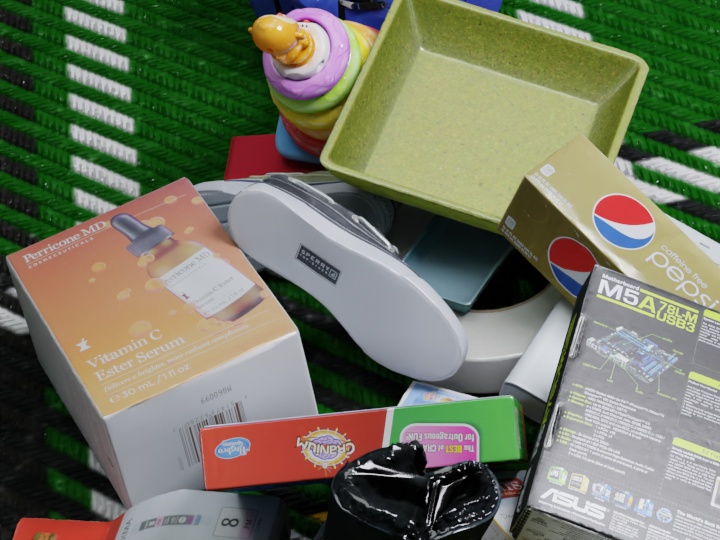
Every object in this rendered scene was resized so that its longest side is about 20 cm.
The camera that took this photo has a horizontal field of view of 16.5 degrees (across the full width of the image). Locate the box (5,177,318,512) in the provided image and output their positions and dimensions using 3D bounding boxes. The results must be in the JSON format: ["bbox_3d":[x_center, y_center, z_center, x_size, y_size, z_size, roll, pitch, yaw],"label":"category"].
[{"bbox_3d":[-0.142,0.053,1.771,0.151,0.107,0.200,-25,44,-14],"label":"box"}]

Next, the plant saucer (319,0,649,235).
[{"bbox_3d":[0.091,-0.102,1.825,0.198,0.048,0.201,18,51,8],"label":"plant saucer"}]

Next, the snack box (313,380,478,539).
[{"bbox_3d":[0.025,0.157,1.680,0.071,0.024,0.200,14,48,25],"label":"snack box"}]

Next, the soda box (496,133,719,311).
[{"bbox_3d":[0.189,0.007,1.686,0.200,0.068,0.064,45,56,14],"label":"soda box"}]

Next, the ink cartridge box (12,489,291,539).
[{"bbox_3d":[-0.159,0.216,1.644,0.198,0.057,0.163,5,45,12],"label":"ink cartridge box"}]

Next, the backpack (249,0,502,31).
[{"bbox_3d":[-0.002,-0.246,2.021,0.199,0.163,0.168,8,49,20],"label":"backpack"}]

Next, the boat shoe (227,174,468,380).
[{"bbox_3d":[0.000,0.000,1.754,0.199,0.072,0.068,34,33,13],"label":"boat shoe"}]

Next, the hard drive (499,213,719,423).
[{"bbox_3d":[0.199,0.048,1.727,0.131,0.027,0.200,30,54,10],"label":"hard drive"}]

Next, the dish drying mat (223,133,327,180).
[{"bbox_3d":[-0.008,-0.083,1.953,0.198,0.018,0.077,-3,44,11],"label":"dish drying mat"}]

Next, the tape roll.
[{"bbox_3d":[0.097,0.006,1.819,0.201,0.037,0.204,-7,43,6],"label":"tape roll"}]

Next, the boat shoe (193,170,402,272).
[{"bbox_3d":[-0.057,-0.040,1.877,0.199,0.073,0.062,-1,20,28],"label":"boat shoe"}]

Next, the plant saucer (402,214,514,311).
[{"bbox_3d":[0.097,-0.042,1.830,0.070,0.019,0.200,16,50,27],"label":"plant saucer"}]

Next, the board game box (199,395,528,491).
[{"bbox_3d":[0.006,0.113,1.610,0.198,0.153,0.041,-6,84,6],"label":"board game box"}]

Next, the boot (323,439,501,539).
[{"bbox_3d":[-0.022,0.171,1.526,0.198,0.169,0.077,1,51,-8],"label":"boot"}]

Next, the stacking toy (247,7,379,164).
[{"bbox_3d":[-0.035,-0.153,1.857,0.115,0.200,0.111,10,80,23],"label":"stacking toy"}]

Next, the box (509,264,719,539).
[{"bbox_3d":[0.211,0.113,1.556,0.199,0.048,0.194,20,52,-1],"label":"box"}]

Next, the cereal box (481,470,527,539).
[{"bbox_3d":[0.159,0.195,1.552,0.143,0.040,0.200,1,31,-34],"label":"cereal box"}]
